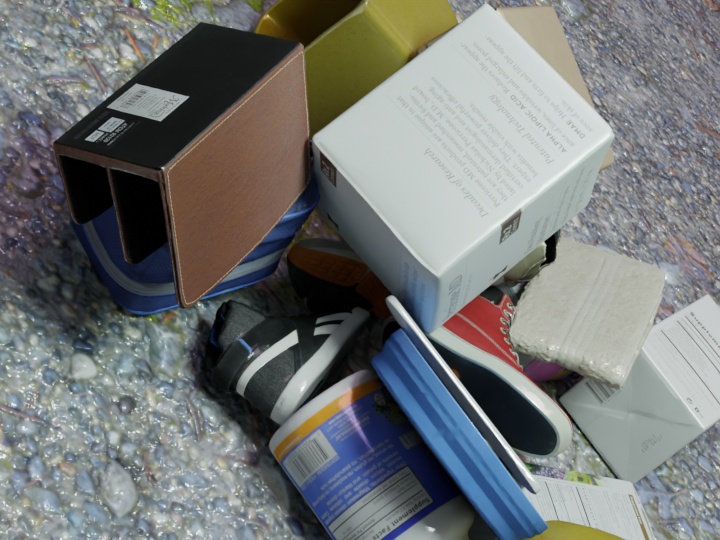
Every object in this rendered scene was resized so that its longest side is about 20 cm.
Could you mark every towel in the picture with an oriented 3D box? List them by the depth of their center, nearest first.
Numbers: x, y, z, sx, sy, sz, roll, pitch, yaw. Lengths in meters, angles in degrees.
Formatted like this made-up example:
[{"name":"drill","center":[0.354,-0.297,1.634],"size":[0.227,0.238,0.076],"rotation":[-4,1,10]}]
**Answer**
[{"name":"towel","center":[0.226,0.040,1.523],"size":[0.132,0.035,0.200],"rotation":[19,37,16]}]

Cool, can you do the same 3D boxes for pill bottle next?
[{"name":"pill bottle","center":[0.023,0.191,1.250],"size":[0.200,0.112,0.112],"rotation":[53,36,12]}]

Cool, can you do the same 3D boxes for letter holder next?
[{"name":"letter holder","center":[-0.130,-0.082,1.195],"size":[0.100,0.142,0.200],"rotation":[15,41,25]}]

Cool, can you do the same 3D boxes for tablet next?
[{"name":"tablet","center":[0.085,0.105,1.284],"size":[0.200,0.014,0.130],"rotation":[52,0,5]}]

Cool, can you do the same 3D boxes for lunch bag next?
[{"name":"lunch bag","center":[-0.141,-0.055,1.313],"size":[0.200,0.132,0.136],"rotation":[-15,65,-37]}]

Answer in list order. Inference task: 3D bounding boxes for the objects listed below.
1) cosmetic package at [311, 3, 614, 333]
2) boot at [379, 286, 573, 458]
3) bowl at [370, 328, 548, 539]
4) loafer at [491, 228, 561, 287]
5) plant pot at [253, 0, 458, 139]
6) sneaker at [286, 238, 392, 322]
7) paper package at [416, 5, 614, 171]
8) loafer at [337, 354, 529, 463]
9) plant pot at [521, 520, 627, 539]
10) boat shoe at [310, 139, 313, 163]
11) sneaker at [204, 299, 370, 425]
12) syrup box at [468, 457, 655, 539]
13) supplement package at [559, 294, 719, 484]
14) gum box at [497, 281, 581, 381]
[{"name":"cosmetic package","center":[0.083,-0.085,1.315],"size":[0.200,0.165,0.165],"rotation":[-39,75,-12]},{"name":"boot","center":[0.136,0.080,1.399],"size":[0.200,0.072,0.144],"rotation":[37,39,20]},{"name":"bowl","center":[0.077,0.138,1.229],"size":[0.201,0.039,0.201],"rotation":[53,-1,1]},{"name":"loafer","center":[0.164,-0.021,1.471],"size":[0.200,0.070,0.075],"rotation":[-31,109,-74]},{"name":"plant pot","center":[0.014,-0.206,1.589],"size":[0.200,0.195,0.194],"rotation":[42,33,-23]},{"name":"sneaker","center":[0.000,0.000,1.470],"size":[0.200,0.076,0.092],"rotation":[21,33,-42]},{"name":"paper package","center":[0.158,-0.163,1.520],"size":[0.200,0.103,0.191],"rotation":[-24,93,-65]},{"name":"loafer","center":[0.060,0.148,1.378],"size":[0.200,0.063,0.072],"rotation":[30,14,-16]},{"name":"plant pot","center":[0.179,0.291,1.263],"size":[0.200,0.200,0.142],"rotation":[7,29,-41]},{"name":"boat shoe","center":[-0.129,-0.119,1.456],"size":[0.200,0.062,0.075],"rotation":[15,46,-35]},{"name":"sneaker","center":[-0.068,0.054,1.334],"size":[0.112,0.073,0.200],"rotation":[32,24,6]},{"name":"syrup box","center":[0.170,0.234,1.385],"size":[0.200,0.079,0.081],"rotation":[14,45,-37]},{"name":"supplement package","center":[0.329,0.125,1.621],"size":[0.120,0.121,0.200],"rotation":[53,35,12]},{"name":"gum box","center":[0.169,0.019,1.614],"size":[0.113,0.066,0.200],"rotation":[0,55,-44]}]
